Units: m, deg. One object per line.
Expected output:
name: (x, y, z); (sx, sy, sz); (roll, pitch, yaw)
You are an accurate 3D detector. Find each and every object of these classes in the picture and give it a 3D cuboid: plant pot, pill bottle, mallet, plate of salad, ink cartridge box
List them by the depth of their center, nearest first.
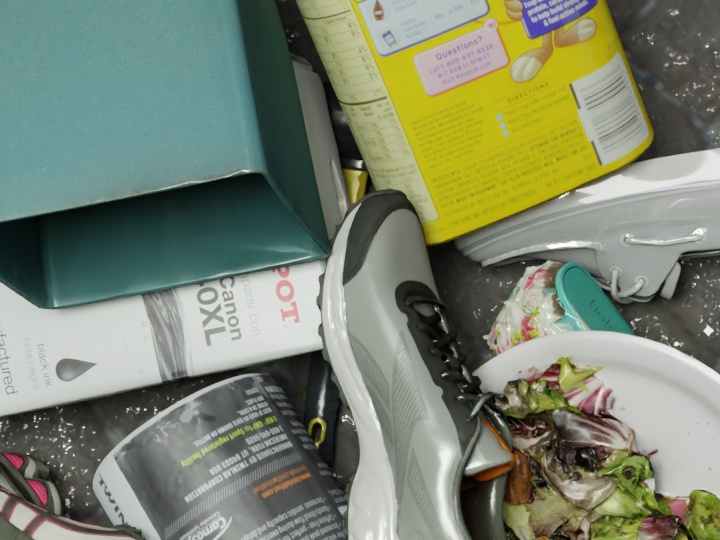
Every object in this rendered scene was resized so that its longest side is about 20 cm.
plant pot: (-0.107, -0.105, 0.933); (0.141, 0.141, 0.201); (-11, 74, 8)
plate of salad: (0.113, 0.128, 0.985); (0.199, 0.048, 0.201); (7, 107, 25)
pill bottle: (-0.037, 0.158, 1.000); (0.106, 0.106, 0.200); (-31, 75, -5)
ink cartridge box: (-0.108, -0.016, 1.036); (0.199, 0.083, 0.146); (-12, 88, 9)
mallet: (0.000, 0.000, 1.081); (0.065, 0.041, 0.201); (-1, 78, 7)

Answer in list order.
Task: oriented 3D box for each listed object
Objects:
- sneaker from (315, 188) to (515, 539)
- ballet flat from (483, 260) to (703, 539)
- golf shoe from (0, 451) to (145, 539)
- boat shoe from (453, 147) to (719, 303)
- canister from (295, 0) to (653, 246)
sneaker: (0.033, 0.059, 0.966); (0.079, 0.074, 0.201); (-16, 77, 31)
ballet flat: (0.134, 0.085, 1.033); (0.064, 0.076, 0.200); (-39, 82, 32)
golf shoe: (-0.158, 0.143, 0.975); (0.200, 0.088, 0.078); (23, 100, 51)
boat shoe: (0.148, -0.019, 1.063); (0.199, 0.072, 0.069); (-11, 86, -1)
canister: (0.044, -0.128, 1.007); (0.148, 0.087, 0.201); (-22, 111, 3)
